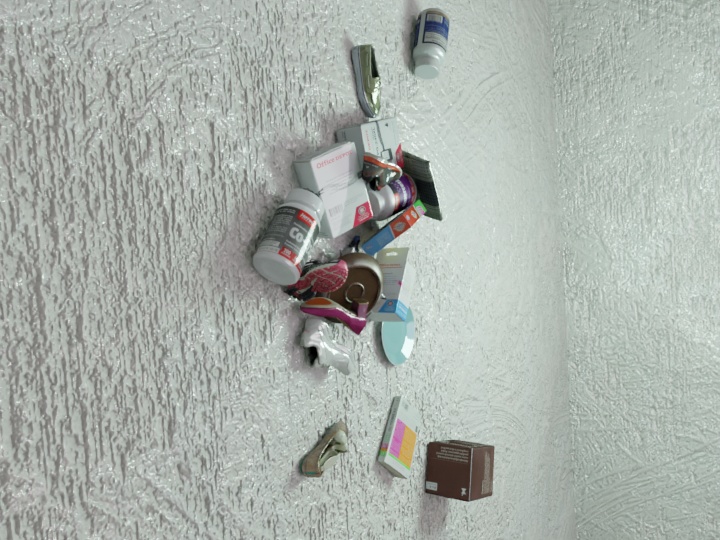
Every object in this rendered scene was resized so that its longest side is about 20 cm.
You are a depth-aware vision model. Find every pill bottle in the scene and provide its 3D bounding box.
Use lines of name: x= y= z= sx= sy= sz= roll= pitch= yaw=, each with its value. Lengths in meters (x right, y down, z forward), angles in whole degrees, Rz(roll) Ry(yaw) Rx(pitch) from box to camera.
pill bottle: x=0.227 y=-0.732 z=2.053 sx=0.110 sy=0.109 sz=0.205 roll=28 pitch=66 yaw=-52
pill bottle: x=-0.158 y=-0.080 z=1.443 sx=0.114 sy=0.112 sz=0.203 roll=51 pitch=49 yaw=-41
pill bottle: x=0.073 y=-0.208 z=1.796 sx=0.199 sy=0.110 sz=0.115 roll=-32 pitch=114 yaw=-52

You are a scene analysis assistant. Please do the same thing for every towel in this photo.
towel: x=0.167 y=-0.255 z=1.871 sx=0.034 sy=0.199 sz=0.195 roll=-31 pitch=123 yaw=-20

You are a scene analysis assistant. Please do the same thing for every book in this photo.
book: x=0.120 y=0.500 z=1.897 sx=0.134 sy=0.047 sz=0.203 roll=49 pitch=49 yaw=-40

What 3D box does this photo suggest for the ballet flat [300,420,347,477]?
ballet flat: x=-0.072 y=0.453 z=1.590 sx=0.200 sy=0.066 sz=0.069 roll=-42 pitch=123 yaw=-49

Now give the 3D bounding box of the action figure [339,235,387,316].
action figure: x=0.000 y=0.000 z=1.690 sx=0.195 sy=0.103 sz=0.203 roll=59 pitch=42 yaw=-43

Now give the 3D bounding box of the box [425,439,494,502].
box: x=0.335 y=0.660 z=2.103 sx=0.199 sy=0.163 sz=0.168 roll=19 pitch=74 yaw=-55

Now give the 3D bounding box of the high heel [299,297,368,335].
high heel: x=-0.066 y=0.121 z=1.565 sx=0.196 sy=0.067 sz=0.098 roll=3 pitch=109 yaw=-30

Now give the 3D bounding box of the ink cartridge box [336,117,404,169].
ink cartridge box: x=0.031 y=-0.335 z=1.751 sx=0.199 sy=0.082 sz=0.149 roll=-30 pitch=113 yaw=-53

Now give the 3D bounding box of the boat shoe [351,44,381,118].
boat shoe: x=0.026 y=-0.533 z=1.785 sx=0.072 sy=0.061 sz=0.204 roll=-41 pitch=123 yaw=-49

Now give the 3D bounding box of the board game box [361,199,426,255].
board game box: x=0.095 y=-0.118 z=1.751 sx=0.041 sy=0.152 sz=0.200 roll=52 pitch=25 yaw=-4

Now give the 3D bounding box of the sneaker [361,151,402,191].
sneaker: x=0.045 y=-0.245 z=1.626 sx=0.199 sy=0.076 sz=0.084 roll=8 pitch=103 yaw=-66

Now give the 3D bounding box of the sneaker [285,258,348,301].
sneaker: x=-0.102 y=0.007 z=1.457 sx=0.080 sy=0.198 sz=0.076 roll=34 pitch=56 yaw=-30

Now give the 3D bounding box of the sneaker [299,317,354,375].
sneaker: x=-0.091 y=0.212 z=1.579 sx=0.201 sy=0.077 sz=0.100 roll=50 pitch=56 yaw=-31

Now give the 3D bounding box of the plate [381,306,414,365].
plate: x=0.108 y=0.183 z=1.909 sx=0.199 sy=0.025 sz=0.205 roll=2 pitch=88 yaw=-56

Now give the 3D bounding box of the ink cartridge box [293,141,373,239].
ink cartridge box: x=-0.066 y=-0.203 z=1.579 sx=0.144 sy=0.083 sz=0.204 roll=-29 pitch=114 yaw=-31

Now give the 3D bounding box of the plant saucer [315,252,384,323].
plant saucer: x=-0.021 y=0.052 z=1.616 sx=0.196 sy=0.032 sz=0.204 roll=-12 pitch=119 yaw=-22

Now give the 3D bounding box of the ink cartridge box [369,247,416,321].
ink cartridge box: x=0.088 y=0.040 z=1.805 sx=0.068 sy=0.113 sz=0.204 roll=41 pitch=56 yaw=-47
